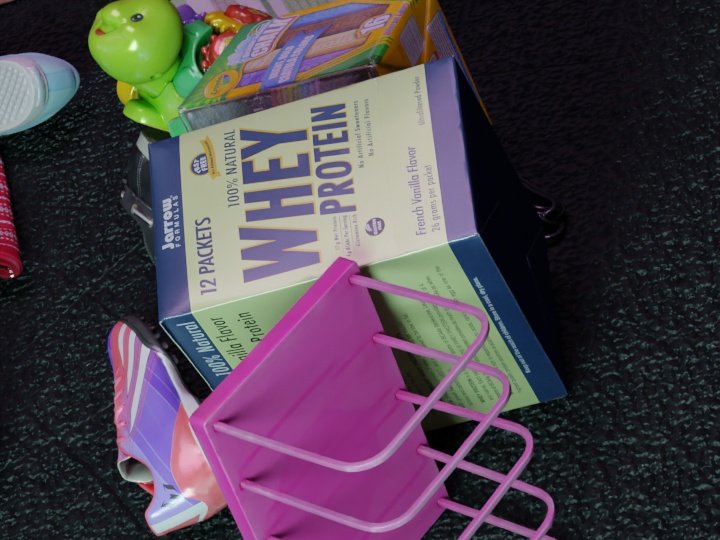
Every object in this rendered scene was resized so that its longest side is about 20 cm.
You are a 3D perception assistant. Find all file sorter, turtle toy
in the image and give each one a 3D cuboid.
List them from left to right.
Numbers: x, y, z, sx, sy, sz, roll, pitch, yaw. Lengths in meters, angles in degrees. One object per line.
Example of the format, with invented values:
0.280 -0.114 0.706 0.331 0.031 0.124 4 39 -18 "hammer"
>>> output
-0.110 -0.144 1.970 0.199 0.101 0.146 6 17 -38 "turtle toy"
0.022 0.123 1.529 0.125 0.200 0.139 16 51 38 "file sorter"

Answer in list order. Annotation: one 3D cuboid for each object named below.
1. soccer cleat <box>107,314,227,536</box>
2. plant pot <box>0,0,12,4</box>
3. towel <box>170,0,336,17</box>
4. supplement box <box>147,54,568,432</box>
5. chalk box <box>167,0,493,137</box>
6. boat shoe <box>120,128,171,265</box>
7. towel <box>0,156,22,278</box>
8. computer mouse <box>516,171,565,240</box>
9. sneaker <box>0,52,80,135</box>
-0.136 0.097 1.767 0.073 0.068 0.200 -33 39 -5 "soccer cleat"
-0.332 -0.354 2.360 0.200 0.178 0.201 -16 36 12 "plant pot"
-0.069 -0.209 2.156 0.199 0.031 0.149 -27 33 0 "towel"
0.000 0.000 1.672 0.199 0.200 0.135 -15 55 13 "supplement box"
-0.034 -0.099 1.855 0.199 0.125 0.124 -10 29 30 "chalk box"
-0.116 -0.022 1.923 0.068 0.072 0.200 -58 40 18 "boat shoe"
-0.330 -0.053 2.035 0.144 0.023 0.200 7 26 -16 "towel"
0.028 -0.030 1.849 0.200 0.046 0.140 -29 37 -7 "computer mouse"
-0.305 -0.131 2.170 0.199 0.074 0.082 -3 7 37 "sneaker"
